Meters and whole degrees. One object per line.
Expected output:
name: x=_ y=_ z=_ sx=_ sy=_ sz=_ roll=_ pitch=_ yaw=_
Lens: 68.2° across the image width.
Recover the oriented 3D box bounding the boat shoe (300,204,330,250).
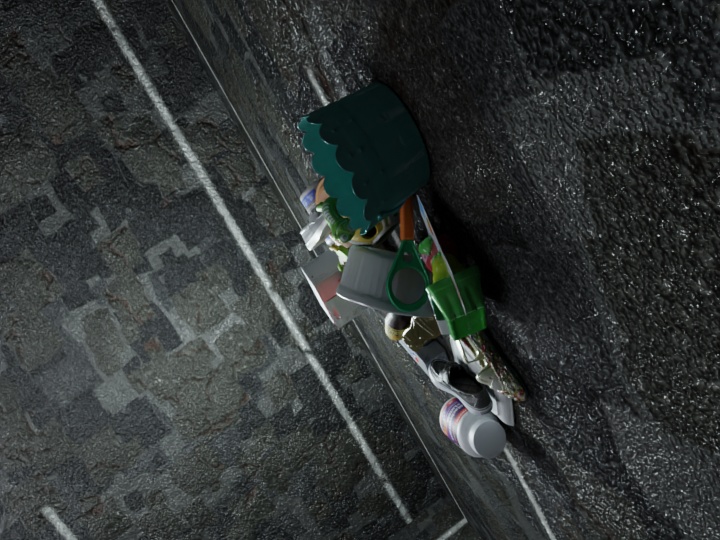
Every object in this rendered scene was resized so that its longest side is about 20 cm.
boat shoe: x=-0.096 y=-0.120 z=1.276 sx=0.069 sy=0.071 sz=0.200 roll=52 pitch=152 yaw=4

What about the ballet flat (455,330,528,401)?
ballet flat: x=0.226 y=0.165 z=0.982 sx=0.202 sy=0.063 sz=0.076 roll=56 pitch=167 yaw=15

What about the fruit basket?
fruit basket: x=0.134 y=0.005 z=0.868 sx=0.203 sy=0.092 sz=0.186 roll=64 pitch=-177 yaw=27

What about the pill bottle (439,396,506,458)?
pill bottle: x=0.271 y=0.378 z=1.278 sx=0.113 sy=0.110 sz=0.200 roll=58 pitch=170 yaw=-4

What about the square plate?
square plate: x=0.251 y=0.219 z=1.132 sx=0.199 sy=0.028 sz=0.202 roll=50 pitch=167 yaw=42

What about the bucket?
bucket: x=0.007 y=-0.177 z=0.833 sx=0.210 sy=0.133 sz=0.208 roll=56 pitch=170 yaw=15

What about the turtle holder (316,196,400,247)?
turtle holder: x=0.004 y=-0.117 z=0.988 sx=0.132 sy=0.141 sz=0.185 roll=48 pitch=-174 yaw=6

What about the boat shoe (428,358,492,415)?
boat shoe: x=0.205 y=0.229 z=1.129 sx=0.200 sy=0.069 sz=0.068 roll=42 pitch=154 yaw=60

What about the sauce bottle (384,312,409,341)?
sauce bottle: x=0.088 y=0.117 z=1.289 sx=0.067 sy=0.065 sz=0.201 roll=54 pitch=170 yaw=22

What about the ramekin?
ramekin: x=0.056 y=0.016 z=1.030 sx=0.200 sy=0.195 sz=0.101 roll=-151 pitch=72 yaw=-71

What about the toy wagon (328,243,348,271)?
toy wagon: x=0.000 y=0.000 z=1.307 sx=0.201 sy=0.040 sz=0.154 roll=50 pitch=162 yaw=-26

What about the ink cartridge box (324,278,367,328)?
ink cartridge box: x=-0.008 y=0.057 z=1.459 sx=0.050 sy=0.197 sz=0.110 roll=44 pitch=164 yaw=50

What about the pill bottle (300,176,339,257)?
pill bottle: x=-0.066 y=-0.139 z=1.416 sx=0.203 sy=0.112 sz=0.114 roll=58 pitch=171 yaw=2

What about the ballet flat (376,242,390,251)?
ballet flat: x=0.030 y=-0.072 z=1.322 sx=0.203 sy=0.046 sz=0.068 roll=57 pitch=170 yaw=11

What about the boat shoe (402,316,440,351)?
boat shoe: x=0.154 y=0.121 z=1.218 sx=0.072 sy=0.066 sz=0.202 roll=43 pitch=149 yaw=9

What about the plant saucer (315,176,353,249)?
plant saucer: x=-0.039 y=-0.133 z=1.277 sx=0.198 sy=0.032 sz=0.205 roll=30 pitch=137 yaw=32

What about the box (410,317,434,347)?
box: x=0.112 y=0.081 z=1.379 sx=0.200 sy=0.043 sz=0.162 roll=49 pitch=167 yaw=46

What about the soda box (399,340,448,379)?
soda box: x=0.158 y=0.196 z=1.431 sx=0.200 sy=0.067 sz=0.064 roll=46 pitch=164 yaw=52

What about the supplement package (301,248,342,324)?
supplement package: x=-0.043 y=0.018 z=1.523 sx=0.111 sy=0.197 sz=0.158 roll=44 pitch=164 yaw=51

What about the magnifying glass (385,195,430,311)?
magnifying glass: x=0.082 y=-0.031 z=0.931 sx=0.022 sy=0.077 sz=0.207 roll=178 pitch=91 yaw=-82
